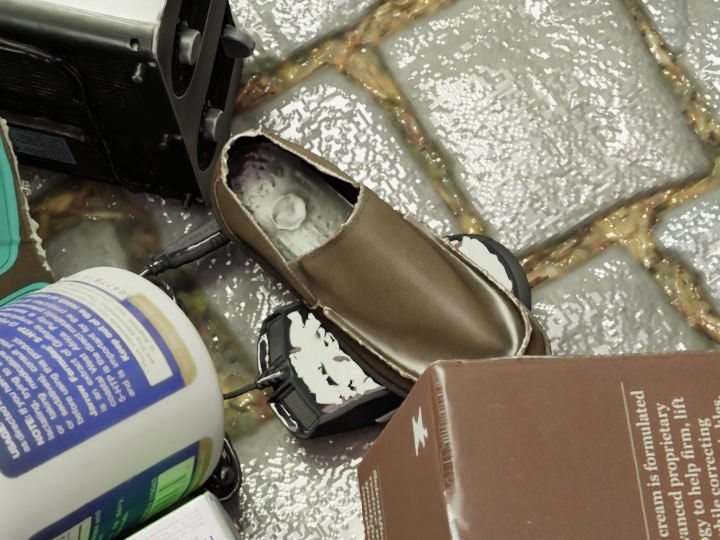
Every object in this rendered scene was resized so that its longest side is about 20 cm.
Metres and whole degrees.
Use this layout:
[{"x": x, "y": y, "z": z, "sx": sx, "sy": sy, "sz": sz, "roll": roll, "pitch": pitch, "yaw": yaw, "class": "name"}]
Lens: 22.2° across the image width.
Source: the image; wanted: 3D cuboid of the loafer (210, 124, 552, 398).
[{"x": 0.000, "y": 0.000, "z": 0.870, "sx": 0.200, "sy": 0.071, "sz": 0.073, "roll": 33, "pitch": 81, "yaw": 19, "class": "loafer"}]

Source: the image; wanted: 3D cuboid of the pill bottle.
[{"x": -0.168, "y": 0.085, "z": 0.815, "sx": 0.120, "sy": 0.120, "sz": 0.200, "roll": 46, "pitch": 44, "yaw": 17, "class": "pill bottle"}]

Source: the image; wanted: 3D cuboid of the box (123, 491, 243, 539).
[{"x": -0.110, "y": 0.225, "z": 0.825, "sx": 0.200, "sy": 0.097, "sz": 0.177, "roll": -31, "pitch": 85, "yaw": -5, "class": "box"}]

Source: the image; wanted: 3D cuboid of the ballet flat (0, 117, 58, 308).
[{"x": -0.190, "y": 0.001, "z": 0.912, "sx": 0.072, "sy": 0.072, "sz": 0.201, "roll": -5, "pitch": 111, "yaw": 3, "class": "ballet flat"}]

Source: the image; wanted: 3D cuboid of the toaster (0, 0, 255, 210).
[{"x": -0.160, "y": -0.128, "z": 0.920, "sx": 0.199, "sy": 0.181, "sz": 0.119, "roll": 12, "pitch": 68, "yaw": 10, "class": "toaster"}]

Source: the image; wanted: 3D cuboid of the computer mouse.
[{"x": -0.020, "y": 0.022, "z": 0.931, "sx": 0.200, "sy": 0.046, "sz": 0.141, "roll": -28, "pitch": 68, "yaw": 2, "class": "computer mouse"}]

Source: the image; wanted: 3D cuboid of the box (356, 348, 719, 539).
[{"x": 0.117, "y": 0.135, "z": 0.788, "sx": 0.199, "sy": 0.164, "sz": 0.166, "roll": -1, "pitch": 70, "yaw": -12, "class": "box"}]
